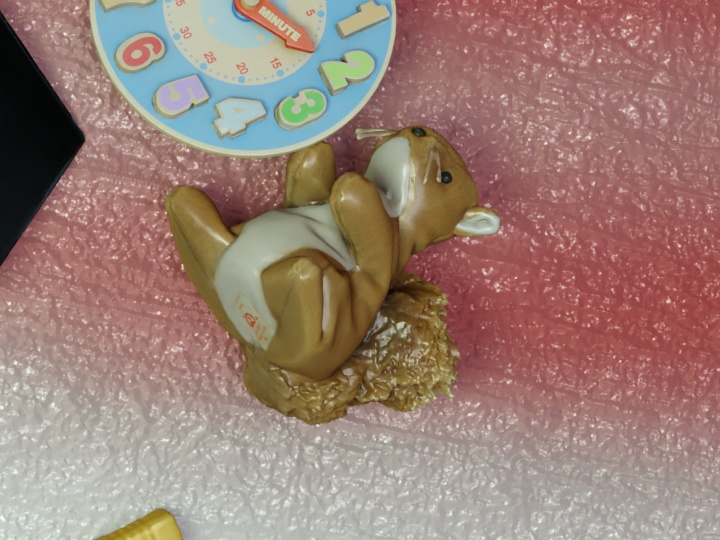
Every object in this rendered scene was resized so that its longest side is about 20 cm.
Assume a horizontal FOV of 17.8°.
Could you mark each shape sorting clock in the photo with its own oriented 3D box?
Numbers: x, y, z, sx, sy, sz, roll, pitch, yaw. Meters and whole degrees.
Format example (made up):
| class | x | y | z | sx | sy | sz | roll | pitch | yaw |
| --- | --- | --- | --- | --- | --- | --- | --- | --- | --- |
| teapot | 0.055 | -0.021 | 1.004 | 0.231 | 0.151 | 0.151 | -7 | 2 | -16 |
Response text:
| class | x | y | z | sx | sy | sz | roll | pitch | yaw |
| --- | --- | --- | --- | --- | --- | --- | --- | --- | --- |
| shape sorting clock | -0.075 | -0.170 | 1.483 | 0.200 | 0.039 | 0.200 | 4 | 73 | -13 |

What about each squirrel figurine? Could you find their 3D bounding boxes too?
| class | x | y | z | sx | sy | sz | roll | pitch | yaw |
| --- | --- | --- | --- | --- | --- | --- | --- | --- | --- |
| squirrel figurine | 0.000 | 0.000 | 1.527 | 0.187 | 0.142 | 0.200 | -34 | 126 | -29 |

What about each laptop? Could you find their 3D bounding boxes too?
| class | x | y | z | sx | sy | sz | roll | pitch | yaw |
| --- | --- | --- | --- | --- | --- | --- | --- | --- | --- |
| laptop | -0.299 | -0.075 | 1.414 | 0.200 | 0.116 | 0.187 | -25 | 126 | 10 |

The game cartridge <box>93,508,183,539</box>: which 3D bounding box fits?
| class | x | y | z | sx | sy | sz | roll | pitch | yaw |
| --- | --- | --- | --- | --- | --- | --- | --- | --- | --- |
| game cartridge | -0.184 | 0.277 | 1.519 | 0.200 | 0.032 | 0.176 | -25 | 105 | -17 |
